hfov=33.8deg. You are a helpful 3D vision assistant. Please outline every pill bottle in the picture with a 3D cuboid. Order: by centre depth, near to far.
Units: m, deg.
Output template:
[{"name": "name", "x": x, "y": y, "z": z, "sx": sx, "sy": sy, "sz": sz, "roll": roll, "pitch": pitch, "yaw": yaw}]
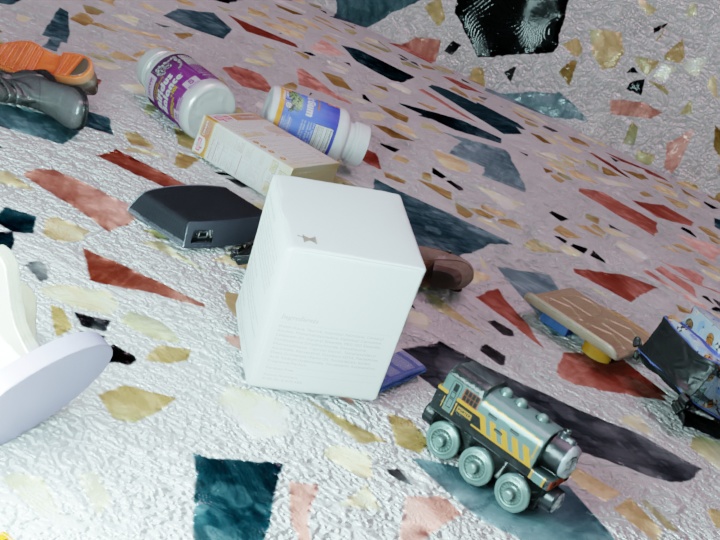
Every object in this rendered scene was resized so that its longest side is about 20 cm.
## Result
[{"name": "pill bottle", "x": -0.320, "y": -0.325, "z": 2.130, "sx": 0.112, "sy": 0.112, "sz": 0.200, "roll": 1, "pitch": 29, "yaw": -45}, {"name": "pill bottle", "x": -0.087, "y": -0.265, "z": 2.230, "sx": 0.200, "sy": 0.112, "sz": 0.112, "roll": 16, "pitch": 22, "yaw": -16}]

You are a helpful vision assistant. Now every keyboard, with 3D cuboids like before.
[{"name": "keyboard", "x": -0.112, "y": -0.042, "z": 1.698, "sx": 0.127, "sy": 0.021, "sz": 0.200, "roll": -3, "pitch": 15, "yaw": 34}]

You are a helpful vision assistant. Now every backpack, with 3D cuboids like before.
[{"name": "backpack", "x": 0.540, "y": 0.158, "z": 1.802, "sx": 0.190, "sy": 0.154, "sz": 0.200, "roll": 38, "pitch": 15, "yaw": -25}]

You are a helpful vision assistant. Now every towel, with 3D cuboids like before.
[{"name": "towel", "x": -0.026, "y": 0.094, "z": 1.546, "sx": 0.200, "sy": 0.024, "sz": 0.147, "roll": 33, "pitch": 23, "yaw": 23}]

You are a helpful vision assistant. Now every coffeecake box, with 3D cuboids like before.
[{"name": "coffeecake box", "x": -0.162, "y": -0.195, "z": 2.034, "sx": 0.200, "sy": 0.073, "sz": 0.153, "roll": 32, "pitch": 23, "yaw": 22}]

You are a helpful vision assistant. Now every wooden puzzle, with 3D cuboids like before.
[{"name": "wooden puzzle", "x": 0.376, "y": 0.095, "z": 1.942, "sx": 0.185, "sy": 0.046, "sz": 0.200, "roll": 36, "pitch": 19, "yaw": 29}]

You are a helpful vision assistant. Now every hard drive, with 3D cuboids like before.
[{"name": "hard drive", "x": -0.227, "y": -0.082, "z": 1.731, "sx": 0.135, "sy": 0.042, "sz": 0.200, "roll": 32, "pitch": 22, "yaw": 28}]

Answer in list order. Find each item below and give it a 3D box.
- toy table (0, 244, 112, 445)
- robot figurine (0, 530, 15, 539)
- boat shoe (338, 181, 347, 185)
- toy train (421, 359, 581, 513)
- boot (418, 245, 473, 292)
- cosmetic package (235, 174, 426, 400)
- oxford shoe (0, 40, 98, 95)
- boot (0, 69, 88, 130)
[{"name": "toy table", "x": -0.333, "y": 0.079, "z": 1.082, "sx": 0.117, "sy": 0.184, "sz": 0.200, "roll": 45, "pitch": 16, "yaw": 9}, {"name": "robot figurine", "x": -0.291, "y": 0.258, "z": 0.820, "sx": 0.145, "sy": 0.058, "sz": 0.200, "roll": 29, "pitch": 21, "yaw": 17}, {"name": "boat shoe", "x": -0.038, "y": -0.107, "z": 1.902, "sx": 0.202, "sy": 0.075, "sz": 0.075, "roll": 13, "pitch": 9, "yaw": 7}, {"name": "toy train", "x": 0.162, "y": 0.193, "z": 1.373, "sx": 0.200, "sy": 0.114, "sz": 0.085, "roll": 35, "pitch": 24, "yaw": 28}, {"name": "boot", "x": 0.083, "y": -0.015, "z": 1.882, "sx": 0.200, "sy": 0.070, "sz": 0.146, "roll": 22, "pitch": 13, "yaw": 4}, {"name": "cosmetic package", "x": -0.042, "y": 0.021, "z": 1.410, "sx": 0.166, "sy": 0.200, "sz": 0.167, "roll": 9, "pitch": 33, "yaw": -17}, {"name": "oxford shoe", "x": -0.541, "y": -0.336, "z": 2.018, "sx": 0.200, "sy": 0.073, "sz": 0.071, "roll": 17, "pitch": 62, "yaw": 15}, {"name": "boot", "x": -0.526, "y": -0.272, "z": 1.872, "sx": 0.132, "sy": 0.070, "sz": 0.200, "roll": -3, "pitch": 22, "yaw": -44}]
